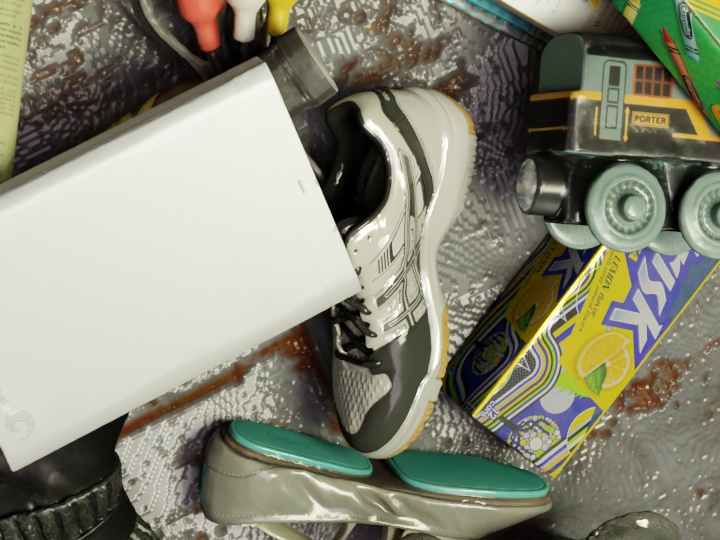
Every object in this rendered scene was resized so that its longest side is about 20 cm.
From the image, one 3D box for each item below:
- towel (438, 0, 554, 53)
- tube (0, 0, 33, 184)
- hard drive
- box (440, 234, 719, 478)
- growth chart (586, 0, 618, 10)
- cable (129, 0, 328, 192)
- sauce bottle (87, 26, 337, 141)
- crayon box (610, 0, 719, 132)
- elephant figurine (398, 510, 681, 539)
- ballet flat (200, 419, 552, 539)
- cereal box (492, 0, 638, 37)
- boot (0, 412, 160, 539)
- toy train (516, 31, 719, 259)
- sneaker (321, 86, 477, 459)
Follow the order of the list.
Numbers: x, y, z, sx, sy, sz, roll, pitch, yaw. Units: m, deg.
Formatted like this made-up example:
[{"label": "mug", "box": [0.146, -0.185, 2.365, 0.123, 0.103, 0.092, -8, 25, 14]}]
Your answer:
[{"label": "towel", "box": [0.144, -0.179, 1.427, 0.199, 0.022, 0.147, 24, 96, -23]}, {"label": "tube", "box": [-0.194, -0.120, 1.304, 0.058, 0.052, 0.201, 10, 83, -61]}, {"label": "hard drive", "box": [-0.112, -0.003, 1.291, 0.199, 0.026, 0.132, -27, 112, -10]}, {"label": "box", "box": [0.135, 0.011, 1.453, 0.070, 0.064, 0.200, 37, 90, -24]}, {"label": "growth chart", "box": [0.167, -0.198, 1.367, 0.199, 0.018, 0.145, 21, 92, -25]}, {"label": "cable", "box": [-0.064, -0.099, 1.360, 0.097, 0.050, 0.201, -14, 109, -16]}, {"label": "sauce bottle", "box": [-0.103, -0.053, 1.335, 0.199, 0.065, 0.065, -33, 113, 3]}, {"label": "crayon box", "box": [0.231, -0.168, 1.336, 0.119, 0.058, 0.200, 47, 68, -15]}, {"label": "elephant figurine", "box": [0.119, 0.193, 1.414, 0.155, 0.142, 0.200, -34, 155, -8]}, {"label": "ballet flat", "box": [0.006, 0.129, 1.442, 0.199, 0.067, 0.064, 11, 105, -15]}, {"label": "cereal box", "box": [0.103, -0.206, 1.372, 0.199, 0.040, 0.144, 28, 93, -25]}, {"label": "boot", "box": [-0.133, 0.105, 1.374, 0.211, 0.079, 0.158, -37, 106, 5]}, {"label": "toy train", "box": [0.178, -0.064, 1.373, 0.199, 0.085, 0.115, 4, 92, -18]}, {"label": "sneaker", "box": [0.000, 0.000, 1.387, 0.087, 0.075, 0.201, 3, 94, -44]}]
